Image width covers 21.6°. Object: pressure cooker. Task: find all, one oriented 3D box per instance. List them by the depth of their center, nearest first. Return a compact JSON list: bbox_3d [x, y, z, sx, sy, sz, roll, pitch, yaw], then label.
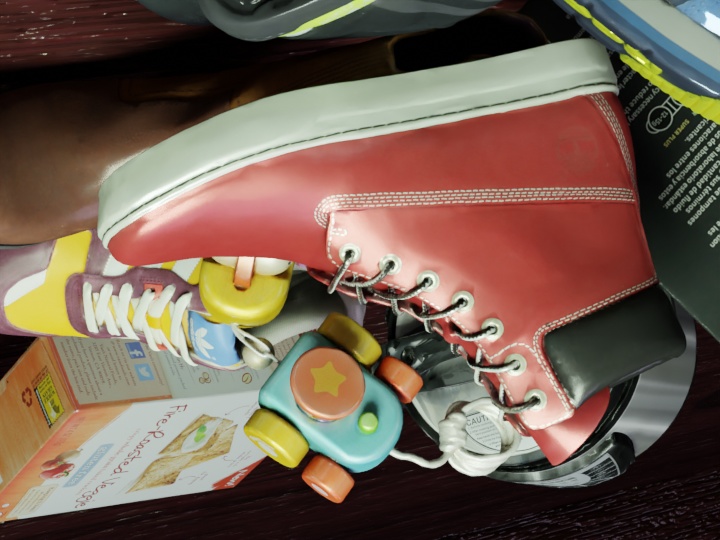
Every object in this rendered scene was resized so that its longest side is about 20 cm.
[{"bbox_3d":[0.111,0.046,1.226,0.177,0.178,0.200,-61,155,8],"label":"pressure cooker"}]

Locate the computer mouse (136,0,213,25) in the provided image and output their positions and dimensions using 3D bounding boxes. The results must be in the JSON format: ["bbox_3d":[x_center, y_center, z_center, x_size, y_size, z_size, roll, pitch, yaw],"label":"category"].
[{"bbox_3d":[0.008,-0.126,0.727,0.199,0.034,0.059,-15,165,-12],"label":"computer mouse"}]

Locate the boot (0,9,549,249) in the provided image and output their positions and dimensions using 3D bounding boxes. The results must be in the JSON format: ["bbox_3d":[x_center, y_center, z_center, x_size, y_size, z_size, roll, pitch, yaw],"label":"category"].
[{"bbox_3d":[-0.051,-0.055,0.744,0.187,0.069,0.199,-5,178,-44],"label":"boot"}]

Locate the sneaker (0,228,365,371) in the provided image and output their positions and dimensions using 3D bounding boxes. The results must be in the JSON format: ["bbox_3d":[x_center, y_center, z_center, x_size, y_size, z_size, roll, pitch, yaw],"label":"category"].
[{"bbox_3d":[-0.095,0.008,0.916,0.198,0.090,0.075,-13,137,-3],"label":"sneaker"}]

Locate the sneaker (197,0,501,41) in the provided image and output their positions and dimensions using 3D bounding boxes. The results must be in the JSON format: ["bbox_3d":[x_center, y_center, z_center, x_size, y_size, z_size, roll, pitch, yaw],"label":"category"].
[{"bbox_3d":[0.036,-0.124,0.640,0.199,0.072,0.083,-10,172,23],"label":"sneaker"}]

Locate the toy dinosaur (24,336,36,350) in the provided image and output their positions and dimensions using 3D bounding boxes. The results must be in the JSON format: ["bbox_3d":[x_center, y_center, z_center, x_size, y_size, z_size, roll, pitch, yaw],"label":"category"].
[{"bbox_3d":[-0.141,0.050,1.161,0.106,0.061,0.200,-23,165,13],"label":"toy dinosaur"}]

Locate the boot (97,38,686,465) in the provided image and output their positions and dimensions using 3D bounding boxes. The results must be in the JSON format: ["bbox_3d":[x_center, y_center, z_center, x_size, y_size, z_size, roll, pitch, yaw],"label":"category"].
[{"bbox_3d":[0.014,0.007,0.671,0.199,0.145,0.072,-12,172,-12],"label":"boot"}]

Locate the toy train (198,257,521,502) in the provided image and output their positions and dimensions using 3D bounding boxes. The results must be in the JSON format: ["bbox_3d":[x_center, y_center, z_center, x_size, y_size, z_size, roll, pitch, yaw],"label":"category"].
[{"bbox_3d":[0.000,0.000,0.857,0.149,0.201,0.056,-13,165,-7],"label":"toy train"}]

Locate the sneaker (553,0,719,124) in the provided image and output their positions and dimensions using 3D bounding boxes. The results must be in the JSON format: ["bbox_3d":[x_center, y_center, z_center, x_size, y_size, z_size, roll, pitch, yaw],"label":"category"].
[{"bbox_3d":[0.064,-0.127,0.544,0.082,0.200,0.074,-50,-177,5],"label":"sneaker"}]

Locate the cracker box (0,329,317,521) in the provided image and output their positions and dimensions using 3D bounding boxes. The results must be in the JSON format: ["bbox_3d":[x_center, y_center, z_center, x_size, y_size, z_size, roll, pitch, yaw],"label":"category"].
[{"bbox_3d":[-0.125,0.085,1.117,0.199,0.058,0.134,-4,149,-43],"label":"cracker box"}]

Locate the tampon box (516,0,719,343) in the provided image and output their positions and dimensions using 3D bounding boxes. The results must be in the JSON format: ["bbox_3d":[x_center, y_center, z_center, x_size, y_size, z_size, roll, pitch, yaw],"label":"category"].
[{"bbox_3d":[0.167,-0.047,0.811,0.126,0.200,0.150,-47,161,8],"label":"tampon box"}]
